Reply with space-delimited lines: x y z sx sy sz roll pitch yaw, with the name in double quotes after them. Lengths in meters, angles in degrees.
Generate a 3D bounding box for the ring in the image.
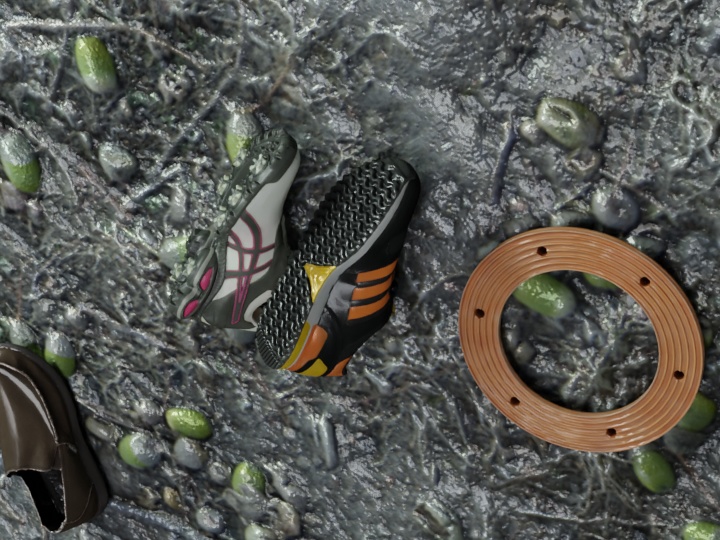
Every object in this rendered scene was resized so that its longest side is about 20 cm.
0.173 0.054 1.338 0.199 0.019 0.202 12 123 20 "ring"

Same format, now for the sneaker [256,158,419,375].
0.000 0.000 1.360 0.090 0.070 0.201 18 114 -38 "sneaker"

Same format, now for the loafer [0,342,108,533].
-0.301 0.160 1.590 0.073 0.071 0.201 -16 110 31 "loafer"

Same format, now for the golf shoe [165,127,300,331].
-0.085 -0.032 1.391 0.088 0.077 0.200 22 128 -15 "golf shoe"
